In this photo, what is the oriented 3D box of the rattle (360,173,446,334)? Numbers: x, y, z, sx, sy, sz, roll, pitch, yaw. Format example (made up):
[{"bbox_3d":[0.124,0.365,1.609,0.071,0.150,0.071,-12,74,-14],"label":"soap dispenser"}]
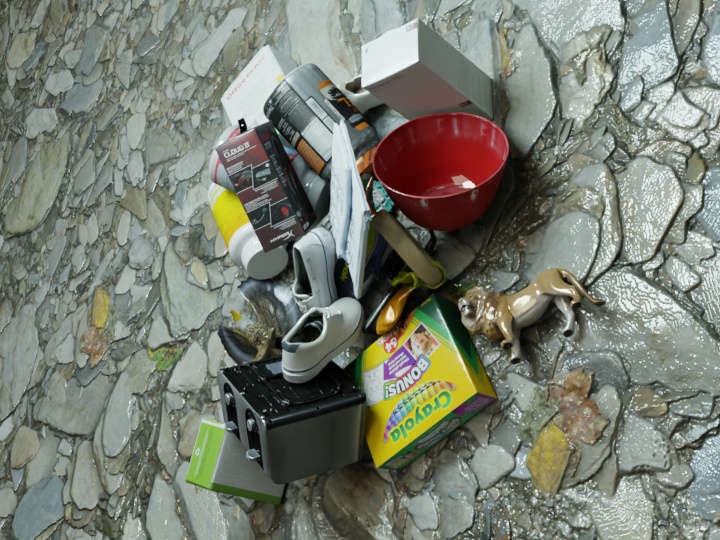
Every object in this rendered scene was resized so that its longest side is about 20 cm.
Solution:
[{"bbox_3d":[0.021,-0.026,1.486,0.142,0.200,0.131,-32,40,20],"label":"rattle"}]

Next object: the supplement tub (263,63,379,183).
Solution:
[{"bbox_3d":[-0.055,-0.231,1.697,0.200,0.122,0.123,48,111,5],"label":"supplement tub"}]

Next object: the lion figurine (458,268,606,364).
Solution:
[{"bbox_3d":[0.231,0.046,1.412,0.199,0.073,0.123,-26,43,18],"label":"lion figurine"}]

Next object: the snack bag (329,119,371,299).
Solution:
[{"bbox_3d":[-0.019,-0.084,1.502,0.190,0.021,0.201,97,164,-47],"label":"snack bag"}]

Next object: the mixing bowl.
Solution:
[{"bbox_3d":[0.124,-0.130,1.518,0.198,0.109,0.201,-8,42,7],"label":"mixing bowl"}]

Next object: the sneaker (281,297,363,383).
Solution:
[{"bbox_3d":[-0.051,0.086,1.527,0.072,0.200,0.071,13,124,21],"label":"sneaker"}]

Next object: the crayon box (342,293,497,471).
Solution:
[{"bbox_3d":[0.080,0.165,1.503,0.200,0.058,0.174,-41,50,25],"label":"crayon box"}]

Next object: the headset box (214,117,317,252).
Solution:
[{"bbox_3d":[-0.151,-0.145,1.632,0.074,0.149,0.202,-24,99,10],"label":"headset box"}]

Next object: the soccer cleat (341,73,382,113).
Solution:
[{"bbox_3d":[-0.017,-0.285,1.763,0.199,0.077,0.070,-34,53,30],"label":"soccer cleat"}]

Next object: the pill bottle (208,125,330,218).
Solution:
[{"bbox_3d":[-0.151,-0.163,1.766,0.198,0.109,0.110,24,90,9],"label":"pill bottle"}]

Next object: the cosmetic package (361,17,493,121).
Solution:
[{"bbox_3d":[0.103,-0.285,1.561,0.112,0.199,0.082,-20,61,37],"label":"cosmetic package"}]

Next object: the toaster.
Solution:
[{"bbox_3d":[-0.095,0.204,1.524,0.181,0.198,0.120,36,131,52],"label":"toaster"}]

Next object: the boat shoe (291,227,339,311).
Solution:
[{"bbox_3d":[-0.078,0.027,1.618,0.073,0.066,0.202,31,136,44],"label":"boat shoe"}]

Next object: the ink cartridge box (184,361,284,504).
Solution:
[{"bbox_3d":[-0.177,0.258,1.649,0.075,0.147,0.202,2,74,48],"label":"ink cartridge box"}]

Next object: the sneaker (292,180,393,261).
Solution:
[{"bbox_3d":[-0.028,-0.076,1.693,0.199,0.091,0.078,-37,91,2],"label":"sneaker"}]

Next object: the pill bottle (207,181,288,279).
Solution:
[{"bbox_3d":[-0.195,-0.081,1.829,0.109,0.109,0.201,-45,48,20],"label":"pill bottle"}]

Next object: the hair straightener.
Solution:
[{"bbox_3d":[0.052,0.011,1.581,0.076,0.041,0.201,28,95,5],"label":"hair straightener"}]

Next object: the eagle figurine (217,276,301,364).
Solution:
[{"bbox_3d":[-0.168,0.107,1.740,0.150,0.152,0.200,-16,17,-6],"label":"eagle figurine"}]

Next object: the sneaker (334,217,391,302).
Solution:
[{"bbox_3d":[0.000,0.000,1.644,0.074,0.082,0.201,46,126,25],"label":"sneaker"}]

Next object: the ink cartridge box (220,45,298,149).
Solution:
[{"bbox_3d":[-0.161,-0.292,1.897,0.145,0.087,0.201,-45,50,21],"label":"ink cartridge box"}]
